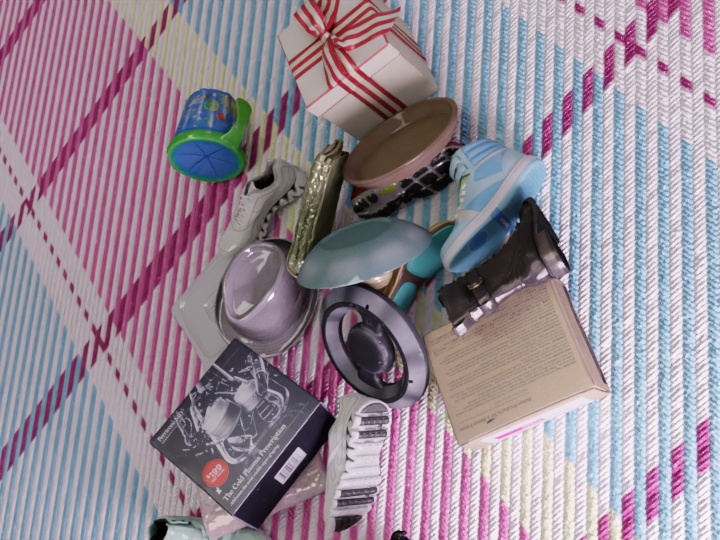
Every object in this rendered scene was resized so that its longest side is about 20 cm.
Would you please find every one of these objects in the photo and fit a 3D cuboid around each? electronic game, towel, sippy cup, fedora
[{"bbox_3d":[0.017,0.109,1.219,0.200,0.042,0.200,26,132,32],"label":"electronic game"},{"bbox_3d":[-0.064,-0.097,1.315,0.036,0.148,0.201,16,108,8],"label":"towel"},{"bbox_3d":[-0.164,0.286,1.316,0.200,0.032,0.191,-24,60,4],"label":"towel"},{"bbox_3d":[-0.270,-0.249,1.538,0.177,0.140,0.131,-2,62,9],"label":"sippy cup"},{"bbox_3d":[-0.162,0.034,1.368,0.177,0.090,0.200,26,82,21],"label":"fedora"}]

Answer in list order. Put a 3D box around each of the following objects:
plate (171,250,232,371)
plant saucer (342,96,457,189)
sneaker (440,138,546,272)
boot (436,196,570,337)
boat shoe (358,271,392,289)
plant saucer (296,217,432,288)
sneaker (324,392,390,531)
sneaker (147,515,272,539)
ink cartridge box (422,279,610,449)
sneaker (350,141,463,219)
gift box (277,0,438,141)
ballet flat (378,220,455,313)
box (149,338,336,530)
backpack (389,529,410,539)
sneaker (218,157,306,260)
[{"bbox_3d":[-0.237,0.063,1.475,0.200,0.032,0.200,-47,56,13],"label":"plate"},{"bbox_3d":[0.062,-0.187,1.278,0.200,0.029,0.200,-30,27,17],"label":"plant saucer"},{"bbox_3d":[0.156,-0.099,1.217,0.200,0.080,0.130,-49,56,-5],"label":"sneaker"},{"bbox_3d":[0.175,-0.007,1.126,0.174,0.069,0.200,-31,20,16],"label":"boot"},{"bbox_3d":[0.000,0.000,1.270,0.200,0.073,0.063,-141,38,-68],"label":"boat shoe"},{"bbox_3d":[0.000,-0.036,1.200,0.201,0.201,0.039,-6,113,33],"label":"plant saucer"},{"bbox_3d":[-0.015,0.272,1.226,0.081,0.075,0.201,19,96,53],"label":"sneaker"},{"bbox_3d":[-0.237,0.421,1.314,0.200,0.118,0.074,-1,74,33],"label":"sneaker"},{"bbox_3d":[0.201,0.123,1.127,0.200,0.075,0.165,-29,63,24],"label":"ink cartridge box"},{"bbox_3d":[0.066,-0.154,1.308,0.200,0.077,0.085,-25,49,22],"label":"sneaker"},{"bbox_3d":[-0.001,-0.344,1.337,0.200,0.187,0.185,-39,58,20],"label":"gift box"},{"bbox_3d":[0.068,0.001,1.264,0.200,0.069,0.063,-55,40,7],"label":"ballet flat"},{"bbox_3d":[-0.170,0.239,1.263,0.182,0.104,0.200,31,75,28],"label":"box"},{"bbox_3d":[0.069,0.448,1.061,0.200,0.177,0.151,34,100,26],"label":"backpack"},{"bbox_3d":[-0.181,-0.107,1.448,0.200,0.081,0.075,-51,57,5],"label":"sneaker"}]
